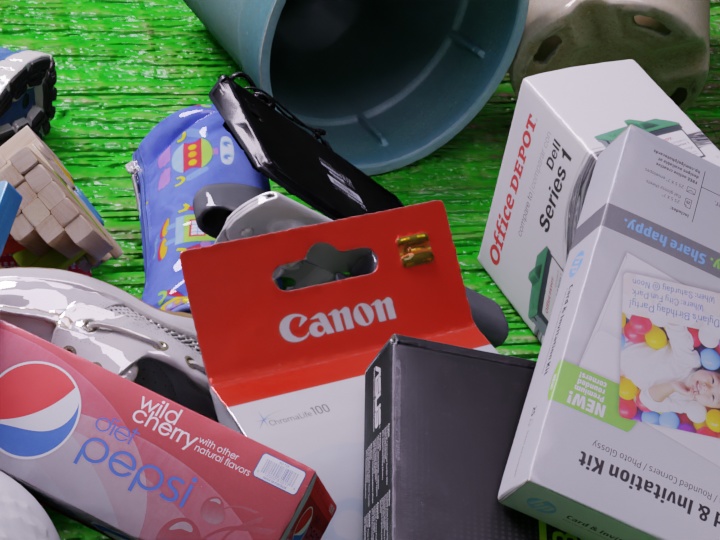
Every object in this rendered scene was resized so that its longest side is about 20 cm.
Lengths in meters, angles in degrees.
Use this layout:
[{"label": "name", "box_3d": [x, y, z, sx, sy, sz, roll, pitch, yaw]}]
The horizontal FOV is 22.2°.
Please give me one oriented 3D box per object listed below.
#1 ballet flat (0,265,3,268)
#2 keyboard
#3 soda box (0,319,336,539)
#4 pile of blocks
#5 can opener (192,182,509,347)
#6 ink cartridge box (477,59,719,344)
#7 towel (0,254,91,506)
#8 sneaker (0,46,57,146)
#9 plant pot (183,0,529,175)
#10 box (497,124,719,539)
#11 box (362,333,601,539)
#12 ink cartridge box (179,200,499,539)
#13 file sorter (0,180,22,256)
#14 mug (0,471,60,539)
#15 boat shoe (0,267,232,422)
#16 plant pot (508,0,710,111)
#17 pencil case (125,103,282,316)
[{"label": "ballet flat", "box_3d": [-0.255, -0.010, 0.955, 0.199, 0.073, 0.068, 17, 38, 3]}, {"label": "keyboard", "box_3d": [-0.027, -0.046, 1.063, 0.200, 0.040, 0.104, 34, 23, -52]}, {"label": "soda box", "box_3d": [-0.114, 0.084, 0.833, 0.199, 0.070, 0.064, 25, 75, 15]}, {"label": "pile of blocks", "box_3d": [-0.182, -0.025, 1.015, 0.062, 0.082, 0.200, -39, 13, -2]}, {"label": "can opener", "box_3d": [0.000, 0.000, 1.000, 0.200, 0.053, 0.067, 28, 32, -35]}, {"label": "ink cartridge box", "box_3d": [0.158, -0.005, 1.052, 0.084, 0.146, 0.200, -12, 44, -26]}, {"label": "towel", "box_3d": [-0.201, 0.051, 0.972, 0.144, 0.023, 0.200, -1, 40, -19]}, {"label": "sneaker", "box_3d": [-0.265, -0.080, 1.085, 0.089, 0.079, 0.200, 16, 31, 19]}, {"label": "plant pot", "box_3d": [-0.026, -0.196, 1.208, 0.200, 0.201, 0.196, -14, 38, -31]}, {"label": "box", "box_3d": [0.166, 0.048, 0.883, 0.155, 0.041, 0.201, 25, 63, -8]}, {"label": "box", "box_3d": [0.095, 0.141, 0.863, 0.192, 0.048, 0.201, 13, 57, -19]}, {"label": "ink cartridge box", "box_3d": [0.011, 0.069, 0.910, 0.160, 0.047, 0.201, -12, 84, -28]}, {"label": "file sorter", "box_3d": [-0.281, -0.001, 0.817, 0.199, 0.123, 0.139, -9, 48, 28]}, {"label": "mug", "box_3d": [-0.220, 0.145, 0.748, 0.199, 0.148, 0.175, 24, 26, 7]}, {"label": "boat shoe", "box_3d": [-0.128, 0.052, 0.920, 0.199, 0.071, 0.069, 11, 34, -10]}, {"label": "plant pot", "box_3d": [0.166, -0.198, 1.277, 0.200, 0.201, 0.184, 8, 50, -8]}, {"label": "pencil case", "box_3d": [-0.089, -0.013, 1.040, 0.086, 0.078, 0.200, 0, 40, -8]}]
